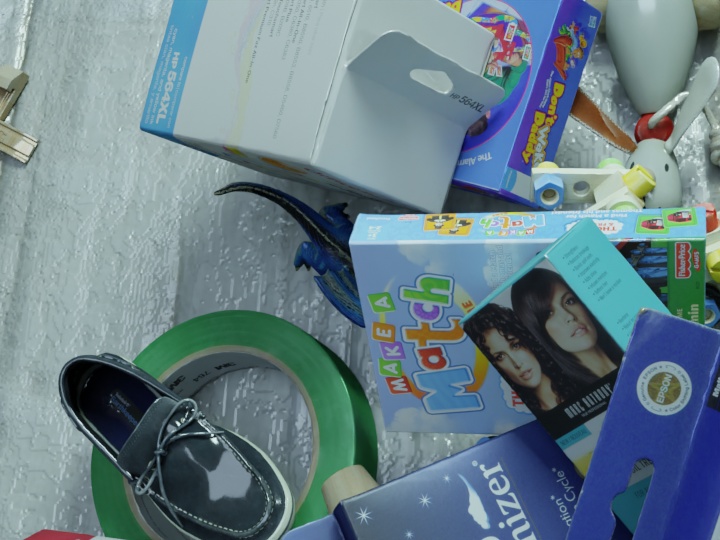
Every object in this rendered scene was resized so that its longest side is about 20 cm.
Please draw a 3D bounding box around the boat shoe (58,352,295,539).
[{"bbox_3d":[-0.127,0.118,0.819,0.200,0.062,0.075,35,85,26],"label":"boat shoe"}]

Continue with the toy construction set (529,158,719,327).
[{"bbox_3d":[0.212,-0.031,0.747,0.200,0.131,0.092,-14,29,27],"label":"toy construction set"}]

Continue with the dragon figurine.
[{"bbox_3d":[0.000,0.000,0.820,0.059,0.200,0.099,-47,24,-2],"label":"dragon figurine"}]

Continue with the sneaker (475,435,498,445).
[{"bbox_3d":[0.163,0.136,0.750,0.200,0.070,0.078,25,80,20],"label":"sneaker"}]

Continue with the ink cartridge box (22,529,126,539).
[{"bbox_3d":[-0.139,0.257,0.787,0.200,0.083,0.147,2,100,23],"label":"ink cartridge box"}]

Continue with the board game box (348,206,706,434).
[{"bbox_3d":[0.103,0.034,0.743,0.200,0.151,0.037,0,37,15],"label":"board game box"}]

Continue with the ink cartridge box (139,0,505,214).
[{"bbox_3d":[-0.022,-0.120,0.796,0.200,0.128,0.125,17,91,44],"label":"ink cartridge box"}]

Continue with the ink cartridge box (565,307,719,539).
[{"bbox_3d":[0.201,0.138,0.586,0.200,0.041,0.200,16,93,3],"label":"ink cartridge box"}]

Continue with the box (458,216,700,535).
[{"bbox_3d":[0.149,0.076,0.656,0.200,0.049,0.082,50,137,3],"label":"box"}]

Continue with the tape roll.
[{"bbox_3d":[-0.089,0.129,0.861,0.200,0.048,0.201,-7,70,20],"label":"tape roll"}]

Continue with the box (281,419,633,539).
[{"bbox_3d":[0.070,0.158,0.672,0.200,0.032,0.121,-20,73,-17],"label":"box"}]

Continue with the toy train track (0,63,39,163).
[{"bbox_3d":[-0.346,-0.088,1.048,0.115,0.033,0.200,25,83,27],"label":"toy train track"}]

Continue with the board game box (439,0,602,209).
[{"bbox_3d":[0.053,-0.130,0.851,0.200,0.045,0.135,20,92,44],"label":"board game box"}]

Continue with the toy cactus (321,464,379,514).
[{"bbox_3d":[0.032,0.194,0.754,0.200,0.102,0.165,-38,61,14],"label":"toy cactus"}]

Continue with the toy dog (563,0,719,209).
[{"bbox_3d":[0.192,-0.137,0.814,0.132,0.096,0.200,-22,65,14],"label":"toy dog"}]
